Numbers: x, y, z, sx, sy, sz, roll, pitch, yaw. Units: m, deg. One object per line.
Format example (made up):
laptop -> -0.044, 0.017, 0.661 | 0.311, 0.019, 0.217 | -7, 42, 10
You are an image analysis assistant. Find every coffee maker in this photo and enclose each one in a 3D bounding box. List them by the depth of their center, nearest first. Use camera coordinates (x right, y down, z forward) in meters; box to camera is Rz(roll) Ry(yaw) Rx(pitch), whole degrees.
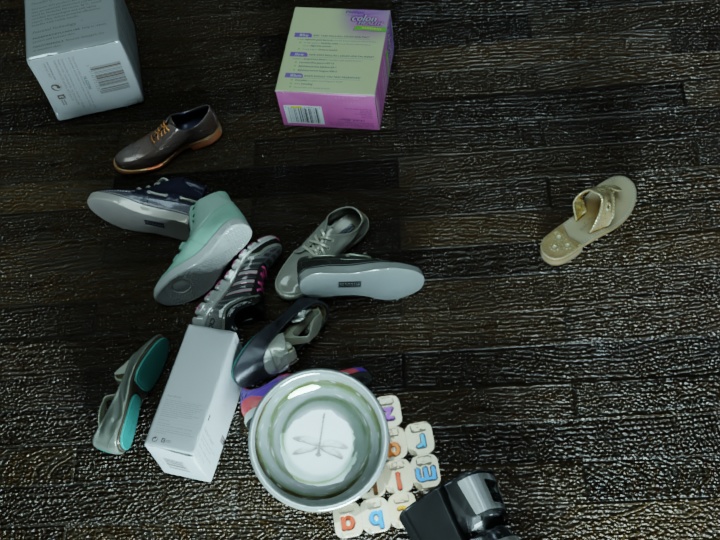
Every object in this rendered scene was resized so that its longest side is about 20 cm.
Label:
coffee maker -> 0.134, 0.387, 1.427 | 0.192, 0.135, 0.200 | -25, 58, -8

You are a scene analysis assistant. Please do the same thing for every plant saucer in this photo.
plant saucer -> -0.058, 0.241, 1.552 | 0.199, 0.050, 0.201 | -1, 76, 2

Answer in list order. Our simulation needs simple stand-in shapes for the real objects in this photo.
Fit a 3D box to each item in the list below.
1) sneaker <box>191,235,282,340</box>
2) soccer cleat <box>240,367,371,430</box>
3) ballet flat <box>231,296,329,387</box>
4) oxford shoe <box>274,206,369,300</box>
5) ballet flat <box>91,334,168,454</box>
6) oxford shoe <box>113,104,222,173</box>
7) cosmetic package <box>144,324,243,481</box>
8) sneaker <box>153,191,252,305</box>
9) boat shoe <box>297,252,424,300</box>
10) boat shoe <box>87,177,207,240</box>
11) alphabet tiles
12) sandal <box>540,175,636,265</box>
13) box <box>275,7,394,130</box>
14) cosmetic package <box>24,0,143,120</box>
sneaker -> -0.174, 0.034, 1.722 | 0.087, 0.074, 0.200 | 31, 64, 15
soccer cleat -> -0.083, 0.175, 1.627 | 0.199, 0.068, 0.073 | -20, 54, -3
ballet flat -> -0.112, 0.106, 1.643 | 0.073, 0.073, 0.200 | 26, 47, 21
oxford shoe -> -0.065, -0.034, 1.758 | 0.075, 0.058, 0.200 | 39, 72, 22
ballet flat -> -0.353, 0.181, 1.655 | 0.064, 0.067, 0.200 | 6, 59, 19
oxford shoe -> -0.343, -0.234, 1.905 | 0.200, 0.073, 0.071 | -27, 60, -10
cosmetic package -> -0.236, 0.194, 1.606 | 0.081, 0.113, 0.200 | 10, 62, 13
sneaker -> -0.264, -0.038, 1.759 | 0.200, 0.074, 0.118 | -42, 46, 13
boat shoe -> 0.000, 0.000, 1.708 | 0.199, 0.071, 0.064 | 2, 44, -11
boat shoe -> -0.351, -0.117, 1.841 | 0.199, 0.075, 0.093 | 16, 56, 6
alphabet tiles -> 0.012, 0.280, 1.573 | 0.199, 0.015, 0.196 | -10, 63, 0
sandal -> 0.368, -0.095, 1.735 | 0.212, 0.070, 0.078 | -41, 62, -17
box -> -0.042, -0.358, 1.932 | 0.175, 0.097, 0.200 | 4, 60, 9
cosmetic package -> -0.500, -0.411, 1.978 | 0.166, 0.168, 0.200 | -13, 57, -1
